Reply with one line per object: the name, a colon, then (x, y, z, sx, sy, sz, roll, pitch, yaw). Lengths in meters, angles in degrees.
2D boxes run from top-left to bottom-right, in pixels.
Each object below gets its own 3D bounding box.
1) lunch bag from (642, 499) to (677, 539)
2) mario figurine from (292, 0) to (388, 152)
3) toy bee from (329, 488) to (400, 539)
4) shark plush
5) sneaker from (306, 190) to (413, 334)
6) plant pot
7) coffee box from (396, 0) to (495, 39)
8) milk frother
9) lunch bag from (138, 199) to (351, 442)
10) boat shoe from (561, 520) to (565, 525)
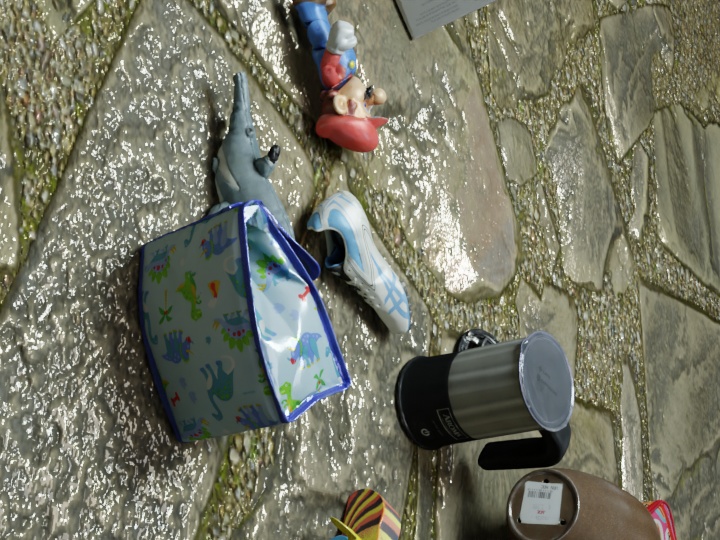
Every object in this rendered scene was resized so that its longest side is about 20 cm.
lunch bag: (0.429, 0.450, 1.717, 0.175, 0.081, 0.203, -15, 92, -55)
mario figurine: (-0.012, -0.242, 1.387, 0.123, 0.105, 0.203, -18, 91, -52)
toy bee: (0.012, 0.327, 1.233, 0.130, 0.108, 0.203, 30, 57, -43)
shark plush: (-0.109, -0.109, 1.244, 0.090, 0.082, 0.204, 18, 65, -45)
sneaker: (0.000, 0.000, 1.364, 0.072, 0.072, 0.202, -37, 118, -13)
plant pot: (0.257, 0.323, 1.431, 0.200, 0.184, 0.190, 45, 46, -49)
coffee box: (0.149, -0.467, 1.573, 0.197, 0.198, 0.202, -39, 108, -48)
milk frother: (0.177, 0.129, 1.427, 0.180, 0.186, 0.202, 42, 50, -34)
lunch bag: (-0.123, 0.047, 1.111, 0.127, 0.168, 0.203, -27, 97, -50)
boat shoe: (0.298, 0.435, 1.551, 0.070, 0.090, 0.204, -8, 85, -50)
